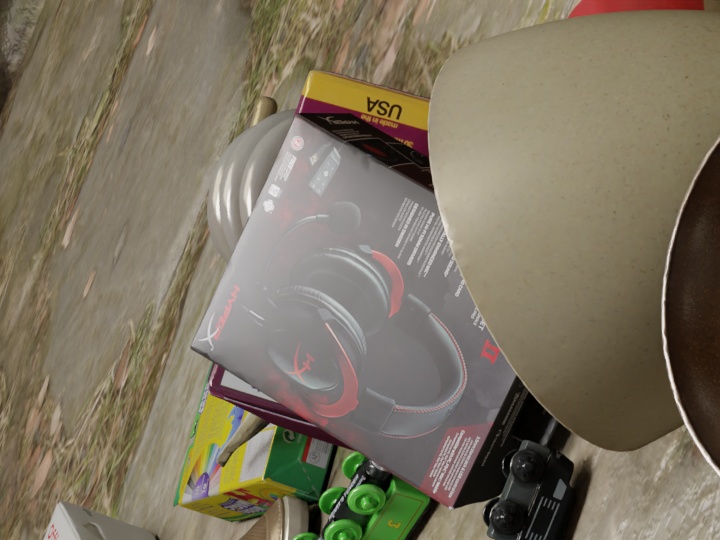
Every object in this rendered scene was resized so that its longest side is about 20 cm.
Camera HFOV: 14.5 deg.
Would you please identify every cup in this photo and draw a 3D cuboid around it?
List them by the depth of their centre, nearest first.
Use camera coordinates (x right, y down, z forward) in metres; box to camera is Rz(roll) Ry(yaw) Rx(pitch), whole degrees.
[{"bbox_3d":[0.144,-0.037,1.262,0.143,0.200,0.201,-25,41,30],"label":"cup"}]

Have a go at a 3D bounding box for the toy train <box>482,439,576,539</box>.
[{"bbox_3d":[0.065,0.185,1.455,0.034,0.046,0.200,173,119,-84],"label":"toy train"}]

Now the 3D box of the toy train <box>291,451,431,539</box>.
[{"bbox_3d":[-0.020,0.186,1.690,0.200,0.056,0.042,-58,26,32],"label":"toy train"}]

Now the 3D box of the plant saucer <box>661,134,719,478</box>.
[{"bbox_3d":[0.207,0.008,1.120,0.200,0.032,0.201,-12,72,41],"label":"plant saucer"}]

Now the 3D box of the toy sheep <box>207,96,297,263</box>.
[{"bbox_3d":[-0.033,-0.047,1.873,0.200,0.138,0.138,-5,66,65],"label":"toy sheep"}]

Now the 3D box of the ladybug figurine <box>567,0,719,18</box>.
[{"bbox_3d":[0.139,-0.081,1.472,0.136,0.072,0.200,-48,28,50],"label":"ladybug figurine"}]

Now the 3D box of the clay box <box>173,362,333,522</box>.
[{"bbox_3d":[-0.068,0.106,1.937,0.200,0.048,0.115,156,132,-67],"label":"clay box"}]

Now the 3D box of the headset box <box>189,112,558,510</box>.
[{"bbox_3d":[0.030,0.024,1.531,0.149,0.200,0.075,-64,-21,14],"label":"headset box"}]

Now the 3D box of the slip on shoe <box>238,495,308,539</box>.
[{"bbox_3d":[-0.096,0.224,1.870,0.200,0.060,0.076,-58,21,35],"label":"slip on shoe"}]

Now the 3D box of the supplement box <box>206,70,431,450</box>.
[{"bbox_3d":[0.000,0.000,1.674,0.131,0.103,0.200,38,-111,-74],"label":"supplement box"}]

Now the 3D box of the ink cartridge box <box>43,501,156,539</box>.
[{"bbox_3d":[-0.214,0.290,2.116,0.145,0.084,0.200,-140,69,-71],"label":"ink cartridge box"}]

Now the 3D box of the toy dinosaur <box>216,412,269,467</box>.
[{"bbox_3d":[-0.043,0.043,1.795,0.200,0.088,0.047,-45,41,10],"label":"toy dinosaur"}]
